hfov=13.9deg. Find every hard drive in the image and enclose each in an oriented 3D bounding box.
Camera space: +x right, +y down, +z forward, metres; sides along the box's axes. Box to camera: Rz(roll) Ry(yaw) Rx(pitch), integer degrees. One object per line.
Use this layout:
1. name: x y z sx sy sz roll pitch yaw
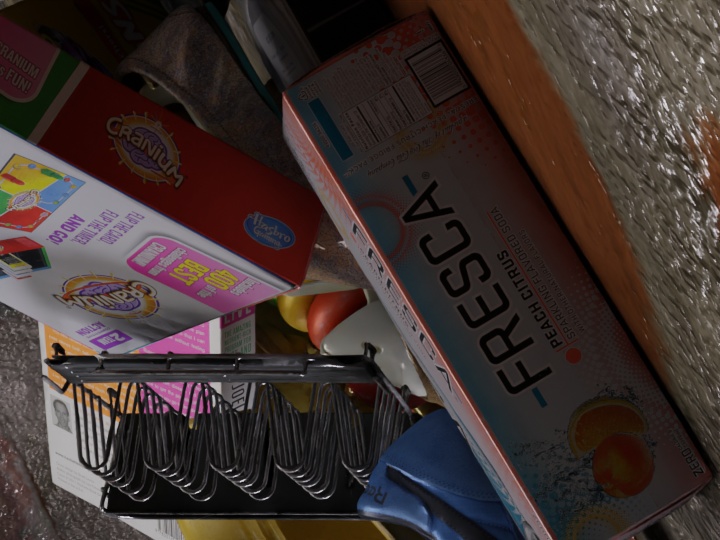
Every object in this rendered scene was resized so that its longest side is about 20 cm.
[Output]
1. hard drive: 0.013 -0.042 1.196 0.200 0.038 0.140 59 174 -2

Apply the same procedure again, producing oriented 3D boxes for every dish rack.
1. dish rack: -0.050 0.068 1.245 0.200 0.153 0.055 59 -150 -76

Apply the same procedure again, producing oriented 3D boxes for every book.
1. book: -0.109 0.045 1.528 0.133 0.048 0.201 25 126 37

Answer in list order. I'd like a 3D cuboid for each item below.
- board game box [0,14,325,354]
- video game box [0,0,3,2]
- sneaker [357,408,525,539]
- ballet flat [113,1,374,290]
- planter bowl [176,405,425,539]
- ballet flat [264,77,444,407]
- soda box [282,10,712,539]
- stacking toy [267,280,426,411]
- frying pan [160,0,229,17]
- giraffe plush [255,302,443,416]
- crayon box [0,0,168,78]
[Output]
1. board game box: -0.136 -0.038 1.140 0.200 0.040 0.153 29 153 -26
2. video game box: -0.140 -0.151 1.160 0.047 0.199 0.182 64 175 9
3. sneaker: 0.082 0.142 1.200 0.200 0.078 0.066 46 172 -2
4. ballet flat: -0.050 -0.040 1.232 0.200 0.067 0.068 52 170 50
5. planter bowl: 0.003 0.128 1.439 0.200 0.083 0.201 34 148 25
6. ballet flat: 0.000 0.000 1.321 0.200 0.072 0.068 58 171 15
7. soda box: 0.046 0.010 1.065 0.200 0.063 0.068 59 173 10
8. stacking toy: -0.024 -0.002 1.492 0.200 0.085 0.085 50 169 31
9. frying pan: -0.102 -0.197 1.404 0.115 0.031 0.191 179 73 -77
10. giraffe plush: -0.034 0.059 1.589 0.162 0.172 0.201 31 127 55
11. crayon box: -0.117 -0.064 1.324 0.127 0.051 0.200 52 -158 -3
